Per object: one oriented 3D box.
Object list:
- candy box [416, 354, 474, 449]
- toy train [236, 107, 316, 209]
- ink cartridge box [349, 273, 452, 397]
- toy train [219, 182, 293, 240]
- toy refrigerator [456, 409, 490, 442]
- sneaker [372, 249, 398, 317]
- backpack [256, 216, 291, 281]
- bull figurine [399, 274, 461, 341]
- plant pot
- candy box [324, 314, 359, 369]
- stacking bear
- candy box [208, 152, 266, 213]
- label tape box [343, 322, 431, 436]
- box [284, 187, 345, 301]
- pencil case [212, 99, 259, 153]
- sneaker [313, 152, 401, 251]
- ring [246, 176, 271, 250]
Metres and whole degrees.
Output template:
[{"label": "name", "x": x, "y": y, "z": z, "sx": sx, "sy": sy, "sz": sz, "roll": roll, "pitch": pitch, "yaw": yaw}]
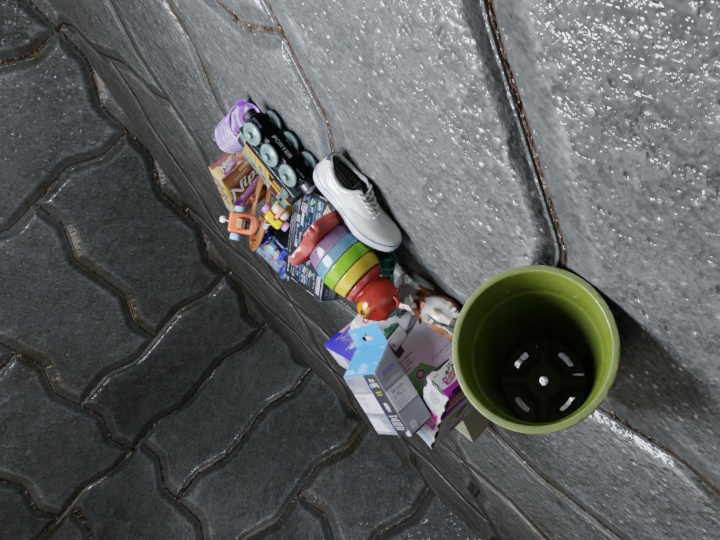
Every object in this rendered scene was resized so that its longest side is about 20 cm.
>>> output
[{"label": "candy box", "x": 0.174, "y": 0.234, "z": 1.301, "sx": 0.061, "sy": 0.135, "sz": 0.203, "roll": 41, "pitch": 148, "yaw": 26}, {"label": "toy train", "x": -0.167, "y": -0.217, "z": 1.337, "sx": 0.201, "sy": 0.085, "sz": 0.114, "roll": 49, "pitch": 143, "yaw": 3}, {"label": "ink cartridge box", "x": 0.092, "y": 0.133, "z": 1.361, "sx": 0.200, "sy": 0.146, "sz": 0.085, "roll": 46, "pitch": 164, "yaw": 9}, {"label": "toy train", "x": -0.204, "y": -0.155, "z": 1.419, "sx": 0.146, "sy": 0.206, "sz": 0.056, "roll": 13, "pitch": 178, "yaw": -13}, {"label": "toy refrigerator", "x": 0.221, "y": 0.294, "z": 1.533, "sx": 0.075, "sy": 0.070, "sz": 0.202, "roll": 33, "pitch": 159, "yaw": 45}, {"label": "sneaker", "x": 0.033, "y": -0.002, "z": 1.280, "sx": 0.079, "sy": 0.076, "sz": 0.205, "roll": 7, "pitch": 118, "yaw": 53}, {"label": "backpack", "x": -0.153, "y": -0.038, "z": 1.702, "sx": 0.201, "sy": 0.134, "sz": 0.182, "roll": 48, "pitch": 167, "yaw": -6}, {"label": "bull figurine", "x": 0.130, "y": 0.070, "z": 1.229, "sx": 0.198, "sy": 0.066, "sz": 0.121, "roll": 27, "pitch": 176, "yaw": 45}, {"label": "plant pot", "x": 0.234, "y": 0.123, "z": 0.892, "sx": 0.199, "sy": 0.201, "sz": 0.190, "roll": 40, "pitch": 177, "yaw": 29}, {"label": "candy box", "x": 0.025, "y": 0.160, "z": 1.588, "sx": 0.078, "sy": 0.168, "sz": 0.199, "roll": 55, "pitch": 166, "yaw": -16}, {"label": "stacking bear", "x": -0.013, "y": 0.004, "z": 1.214, "sx": 0.200, "sy": 0.113, "sz": 0.122, "roll": 47, "pitch": 137, "yaw": 7}, {"label": "candy box", "x": -0.294, "y": -0.222, "z": 1.693, "sx": 0.056, "sy": 0.116, "sz": 0.201, "roll": 42, "pitch": 165, "yaw": 20}, {"label": "label tape box", "x": 0.032, "y": 0.209, "z": 1.294, "sx": 0.203, "sy": 0.063, "sz": 0.144, "roll": 59, "pitch": 154, "yaw": -4}, {"label": "box", "x": -0.090, "y": -0.061, "z": 1.395, "sx": 0.158, "sy": 0.045, "sz": 0.206, "roll": 32, "pitch": 119, "yaw": 50}, {"label": "pencil case", "x": -0.262, "y": -0.305, "z": 1.471, "sx": 0.199, "sy": 0.082, "sz": 0.088, "roll": -172, "pitch": 79, "yaw": -68}, {"label": "sneaker", "x": 0.000, "y": -0.115, "z": 1.172, "sx": 0.200, "sy": 0.073, "sz": 0.071, "roll": 43, "pitch": 149, "yaw": -5}, {"label": "ring", "x": -0.242, "y": -0.149, "z": 1.625, "sx": 0.019, "sy": 0.207, "sz": 0.200, "roll": 10, "pitch": 179, "yaw": -21}]
